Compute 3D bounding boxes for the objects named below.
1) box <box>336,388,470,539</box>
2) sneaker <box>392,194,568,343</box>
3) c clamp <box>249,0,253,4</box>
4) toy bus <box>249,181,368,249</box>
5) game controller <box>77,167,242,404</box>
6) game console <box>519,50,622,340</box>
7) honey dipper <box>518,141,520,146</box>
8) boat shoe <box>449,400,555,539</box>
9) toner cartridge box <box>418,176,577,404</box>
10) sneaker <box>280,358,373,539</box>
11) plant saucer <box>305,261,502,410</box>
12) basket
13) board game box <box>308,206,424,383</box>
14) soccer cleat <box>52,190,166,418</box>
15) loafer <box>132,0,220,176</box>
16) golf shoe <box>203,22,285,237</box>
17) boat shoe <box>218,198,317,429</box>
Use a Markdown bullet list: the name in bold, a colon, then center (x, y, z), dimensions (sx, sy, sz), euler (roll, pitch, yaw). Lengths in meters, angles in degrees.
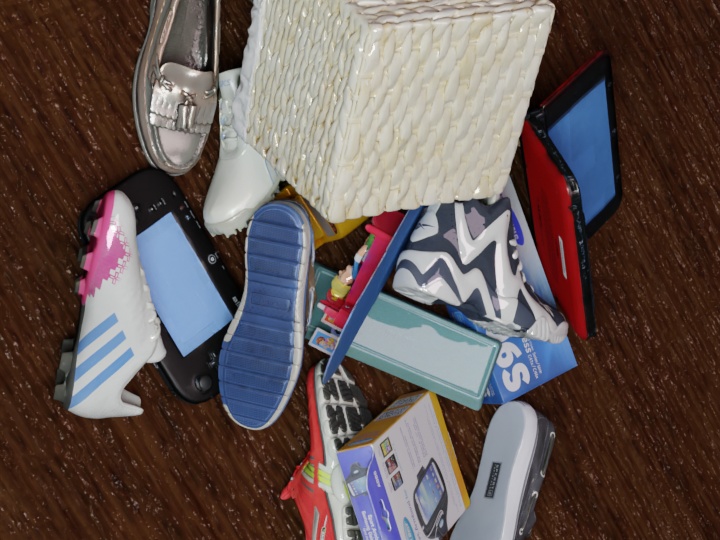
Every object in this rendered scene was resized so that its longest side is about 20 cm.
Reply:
- **box**: center (0.037, 0.189, 1.488), dimensions (0.200, 0.041, 0.120), euler (-29, 103, -65)
- **sneaker**: center (0.126, -0.015, 1.531), dimensions (0.198, 0.079, 0.131), euler (21, 82, -28)
- **c clamp**: center (-0.006, -0.278, 1.489), dimensions (0.199, 0.027, 0.172), euler (26, 97, 18)
- **toy bus**: center (-0.006, -0.082, 1.520), dimensions (0.200, 0.078, 0.065), euler (-39, 104, -27)
- **game controller**: center (-0.162, 0.013, 1.456), dimensions (0.104, 0.042, 0.201), euler (-35, 104, -25)
- **game console**: center (0.220, -0.069, 1.574), dimensions (0.118, 0.173, 0.201), euler (-19, 132, -6)
- **honey dipper**: center (0.090, -0.107, 1.517), dimensions (0.199, 0.038, 0.038), euler (-19, 96, -39)
- **boat shoe**: center (0.138, 0.226, 1.592), dimensions (0.066, 0.070, 0.202), euler (24, 76, -37)
- **toner cartridge box**: center (0.129, 0.018, 1.608), dimensions (0.095, 0.043, 0.201), euler (-25, 98, -27)
- **sneaker**: center (-0.036, 0.177, 1.496), dimensions (0.077, 0.084, 0.202), euler (24, 54, -51)
- **plant saucer**: center (0.034, 0.059, 1.544), dimensions (0.199, 0.019, 0.070), euler (23, 76, -9)
- **basket**: center (0.024, -0.164, 1.369), dimensions (0.197, 0.161, 0.201), euler (-11, 134, -30)
- **board game box**: center (0.000, 0.000, 1.458), dimensions (0.039, 0.158, 0.201), euler (28, 73, 5)
- **soccer cleat**: center (-0.197, 0.030, 1.392), dimensions (0.086, 0.070, 0.201), euler (10, 111, -12)
- **loafer**: center (-0.154, -0.185, 1.459), dimensions (0.071, 0.063, 0.202), euler (6, 84, -27)
- **golf shoe**: center (-0.103, -0.128, 1.468), dimensions (0.097, 0.078, 0.201), euler (42, 59, -37)
- **boat shoe**: center (-0.069, 0.038, 1.450), dimensions (0.072, 0.072, 0.202), euler (16, 103, 14)
